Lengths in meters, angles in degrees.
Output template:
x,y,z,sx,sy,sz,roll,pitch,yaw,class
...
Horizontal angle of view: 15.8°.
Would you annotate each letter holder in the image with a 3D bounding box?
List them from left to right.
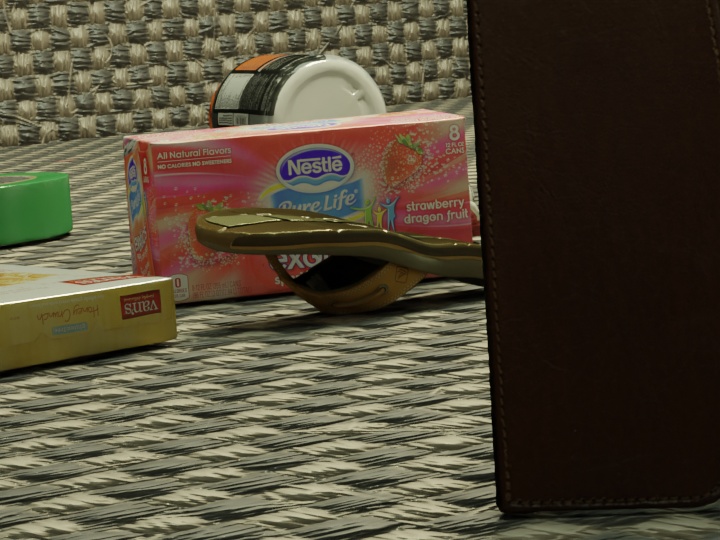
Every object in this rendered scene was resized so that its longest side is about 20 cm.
x,y,z,sx,sy,sz,roll,pitch,yaw,class
0.117,-0.026,0.895,0.142,0.200,0.101,-2,6,12,letter holder

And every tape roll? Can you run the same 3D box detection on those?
x,y,z,sx,sy,sz,roll,pitch,yaw,class
-0.332,-0.046,2.077,0.200,0.048,0.200,-4,6,0,tape roll

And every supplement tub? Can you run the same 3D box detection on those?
x,y,z,sx,sy,sz,roll,pitch,yaw,class
-0.066,-0.144,2.460,0.122,0.123,0.200,-7,7,-22,supplement tub

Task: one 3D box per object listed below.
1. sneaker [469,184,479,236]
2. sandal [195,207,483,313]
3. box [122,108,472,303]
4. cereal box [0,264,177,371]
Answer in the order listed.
x,y,z,sx,sy,sz,roll,pitch,yaw,class
0.037,-0.062,1.824,0.078,0.082,0.200,-5,7,-8,sneaker
0.000,0.000,1.460,0.200,0.054,0.080,9,3,-35,sandal
-0.039,-0.042,1.598,0.200,0.103,0.095,-5,6,-15,box
-0.214,0.024,1.395,0.144,0.040,0.200,-10,8,-42,cereal box
